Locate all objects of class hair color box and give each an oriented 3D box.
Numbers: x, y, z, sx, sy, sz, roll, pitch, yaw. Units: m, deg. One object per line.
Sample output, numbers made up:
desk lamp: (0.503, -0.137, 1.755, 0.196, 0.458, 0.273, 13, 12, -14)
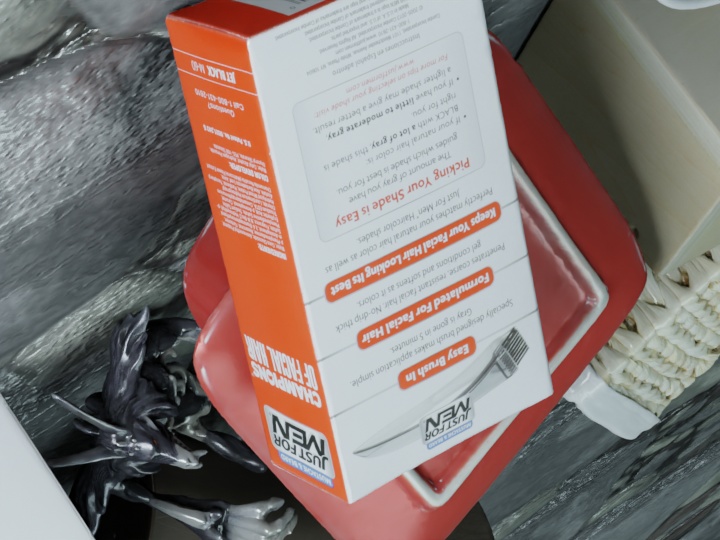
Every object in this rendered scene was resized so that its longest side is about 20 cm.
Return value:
hair color box: (0.002, -0.023, 1.124, 0.110, 0.201, 0.064, -26, -153, -29)

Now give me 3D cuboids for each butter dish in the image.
butter dish: (0.000, 0.000, 1.270, 0.200, 0.148, 0.200, -49, 134, -11)

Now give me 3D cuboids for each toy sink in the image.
toy sink: (0.196, -0.106, 1.387, 0.199, 0.131, 0.112, -28, 163, -30)

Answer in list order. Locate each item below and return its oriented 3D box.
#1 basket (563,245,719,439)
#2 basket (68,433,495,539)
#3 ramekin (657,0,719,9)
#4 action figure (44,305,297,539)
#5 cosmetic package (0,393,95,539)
basket: (0.140, -0.001, 1.571, 0.123, 0.136, 0.200, -41, 164, 4)
basket: (-0.049, 0.156, 1.504, 0.199, 0.180, 0.137, 15, 111, -28)
ramekin: (0.161, -0.203, 1.076, 0.200, 0.105, 0.200, -34, 164, -11)
action figure: (-0.068, 0.072, 1.377, 0.200, 0.101, 0.120, -15, 118, -59)
cosmetic package: (-0.227, 0.176, 1.329, 0.199, 0.123, 0.200, -31, 165, -16)
